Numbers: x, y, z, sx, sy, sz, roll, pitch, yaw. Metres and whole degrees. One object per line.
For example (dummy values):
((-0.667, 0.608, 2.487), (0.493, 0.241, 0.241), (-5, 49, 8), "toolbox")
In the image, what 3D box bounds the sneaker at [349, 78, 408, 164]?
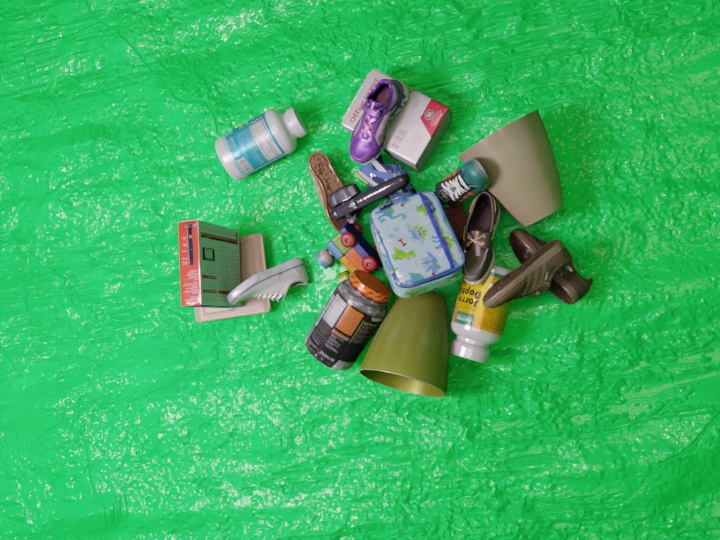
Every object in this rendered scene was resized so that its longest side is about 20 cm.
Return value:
((0.028, -0.325, 1.691), (0.080, 0.088, 0.200), (28, 94, 14), "sneaker")

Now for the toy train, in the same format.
((0.000, 0.000, 1.766), (0.116, 0.085, 0.200), (-39, 98, 23), "toy train")

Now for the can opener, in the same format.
((0.016, -0.160, 1.714), (0.200, 0.063, 0.079), (-20, 103, 30), "can opener")

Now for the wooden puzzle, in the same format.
((-0.304, 0.018, 1.853), (0.200, 0.037, 0.185), (-9, 83, 17), "wooden puzzle")

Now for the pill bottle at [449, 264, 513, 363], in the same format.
((0.253, 0.088, 1.671), (0.113, 0.113, 0.200), (16, 89, 14), "pill bottle")

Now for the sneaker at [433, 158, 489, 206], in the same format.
((0.203, -0.171, 1.650), (0.080, 0.200, 0.071), (-35, 89, -13), "sneaker")

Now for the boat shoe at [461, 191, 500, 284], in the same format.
((0.243, -0.068, 1.629), (0.072, 0.060, 0.200), (4, 62, 27), "boat shoe")

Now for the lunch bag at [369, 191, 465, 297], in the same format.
((0.116, -0.057, 1.615), (0.160, 0.082, 0.200), (-16, 66, -7), "lunch bag")

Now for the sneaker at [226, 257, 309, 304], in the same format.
((-0.199, 0.037, 1.766), (0.200, 0.073, 0.071), (-27, 81, -26), "sneaker")

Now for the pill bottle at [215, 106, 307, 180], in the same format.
((-0.224, -0.297, 1.822), (0.200, 0.111, 0.111), (-27, 79, 9), "pill bottle")

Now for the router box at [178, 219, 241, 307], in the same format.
((-0.326, -0.009, 1.737), (0.049, 0.200, 0.180), (-4, 84, 16), "router box")

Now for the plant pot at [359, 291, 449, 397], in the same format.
((0.114, 0.144, 1.680), (0.187, 0.187, 0.200), (12, 73, 14), "plant pot")

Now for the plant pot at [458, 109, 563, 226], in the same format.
((0.336, -0.201, 1.659), (0.187, 0.187, 0.200), (-30, 90, 9), "plant pot")

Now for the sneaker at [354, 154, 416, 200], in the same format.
((0.083, -0.190, 1.760), (0.200, 0.074, 0.082), (37, 91, 13), "sneaker")

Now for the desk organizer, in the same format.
((0.135, -0.073, 1.706), (0.200, 0.072, 0.077), (-16, 77, -9), "desk organizer")

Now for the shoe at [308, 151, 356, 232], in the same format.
((-0.062, -0.174, 1.804), (0.070, 0.053, 0.200), (-22, 91, -5), "shoe")

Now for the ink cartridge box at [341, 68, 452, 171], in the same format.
((0.082, -0.334, 1.767), (0.200, 0.086, 0.148), (32, 93, 16), "ink cartridge box")

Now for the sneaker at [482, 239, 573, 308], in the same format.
((0.340, 0.025, 1.587), (0.200, 0.070, 0.076), (-38, 100, 1), "sneaker")

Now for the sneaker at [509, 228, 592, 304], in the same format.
((0.400, -0.019, 1.674), (0.075, 0.070, 0.200), (-34, 74, -19), "sneaker")

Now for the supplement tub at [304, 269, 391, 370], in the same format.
((-0.023, 0.105, 1.710), (0.122, 0.123, 0.200), (37, 108, 14), "supplement tub")
